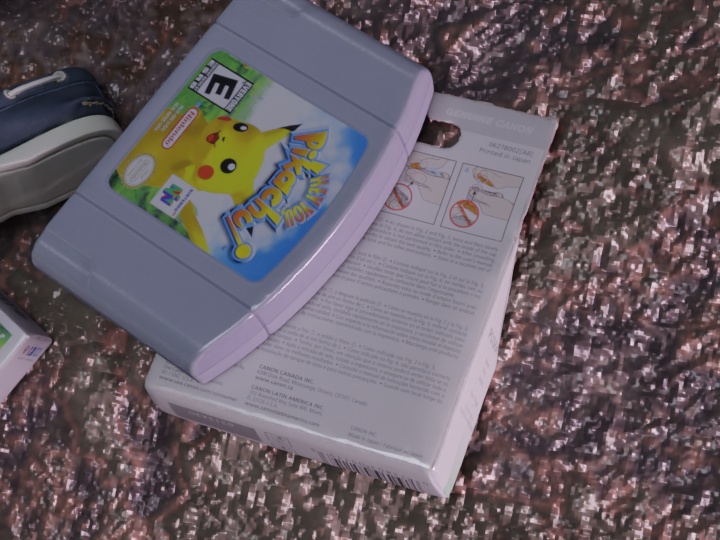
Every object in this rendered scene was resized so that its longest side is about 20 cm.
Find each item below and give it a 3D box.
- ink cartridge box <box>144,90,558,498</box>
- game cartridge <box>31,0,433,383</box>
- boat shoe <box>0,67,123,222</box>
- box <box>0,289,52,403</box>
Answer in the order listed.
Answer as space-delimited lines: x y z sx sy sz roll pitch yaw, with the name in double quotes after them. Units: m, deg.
0.000 0.000 0.937 0.161 0.050 0.200 15 69 18 "ink cartridge box"
-0.059 -0.048 0.927 0.133 0.040 0.200 33 77 19 "game cartridge"
-0.225 -0.054 0.963 0.200 0.075 0.062 -25 63 -10 "boat shoe"
-0.285 0.067 1.006 0.144 0.036 0.200 42 94 17 "box"
